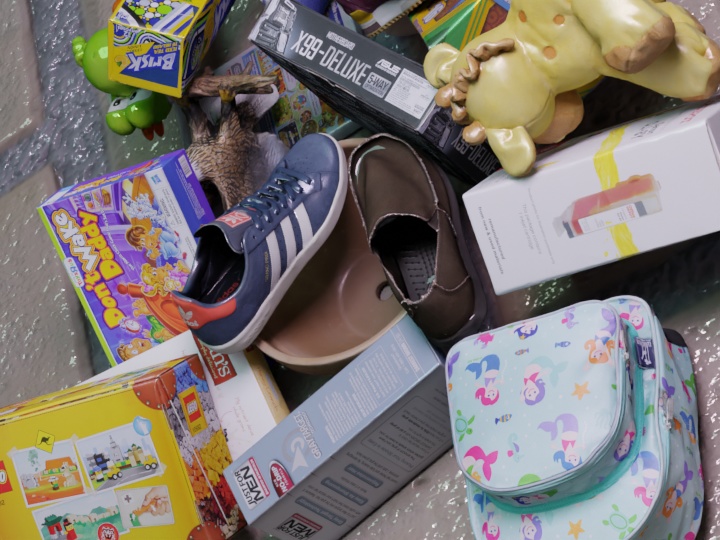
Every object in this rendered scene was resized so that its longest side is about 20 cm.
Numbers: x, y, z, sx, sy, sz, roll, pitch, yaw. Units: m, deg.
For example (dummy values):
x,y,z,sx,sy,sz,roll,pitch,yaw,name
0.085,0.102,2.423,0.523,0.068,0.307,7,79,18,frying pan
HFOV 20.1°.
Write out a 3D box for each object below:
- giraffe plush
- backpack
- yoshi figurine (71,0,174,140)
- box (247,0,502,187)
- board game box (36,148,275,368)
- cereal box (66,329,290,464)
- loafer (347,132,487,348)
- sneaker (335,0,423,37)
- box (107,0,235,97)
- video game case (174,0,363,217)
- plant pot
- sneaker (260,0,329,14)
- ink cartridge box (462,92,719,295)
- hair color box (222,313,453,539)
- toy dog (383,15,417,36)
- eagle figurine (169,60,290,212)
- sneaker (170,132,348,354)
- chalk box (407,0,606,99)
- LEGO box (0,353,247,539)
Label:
x,y,z,sx,sy,sz,roll,pitch,yaw,name
0.140,-0.155,1.485,0.162,0.199,0.173,-52,25,18,giraffe plush
0.154,0.128,1.466,0.177,0.150,0.201,-17,64,27,backpack
-0.200,-0.203,1.841,0.113,0.112,0.200,-56,14,32,yoshi figurine
0.024,-0.141,1.664,0.200,0.158,0.050,31,88,36,box
-0.172,0.011,1.728,0.134,0.201,0.045,-15,17,29,board game box
-0.156,0.135,1.701,0.199,0.039,0.145,-27,88,23,cereal box
0.038,-0.036,1.552,0.073,0.071,0.201,-36,53,13,loafer
0.024,-0.259,1.655,0.075,0.090,0.200,-50,9,-29,sneaker
-0.155,-0.235,1.769,0.070,0.065,0.200,14,41,6,box
-0.077,-0.150,1.846,0.199,0.018,0.144,-31,53,20,video game case
0.000,0.000,1.665,0.200,0.093,0.202,-15,60,27,plant pot
-0.031,-0.309,1.839,0.115,0.081,0.200,-19,46,25,sneaker
0.198,-0.062,1.514,0.199,0.145,0.084,-16,98,28,ink cartridge box
0.001,0.132,1.596,0.200,0.099,0.061,-41,51,12,hair color box
0.078,-0.286,1.750,0.199,0.096,0.132,-34,52,17,toy dog
-0.124,-0.073,1.773,0.150,0.201,0.152,-13,16,-15,eagle figurine
-0.082,-0.035,1.619,0.075,0.085,0.201,15,70,39,sneaker
0.155,-0.219,1.619,0.200,0.125,0.124,-44,19,10,chalk box
-0.210,0.168,1.663,0.199,0.077,0.150,-15,96,23,LEGO box
